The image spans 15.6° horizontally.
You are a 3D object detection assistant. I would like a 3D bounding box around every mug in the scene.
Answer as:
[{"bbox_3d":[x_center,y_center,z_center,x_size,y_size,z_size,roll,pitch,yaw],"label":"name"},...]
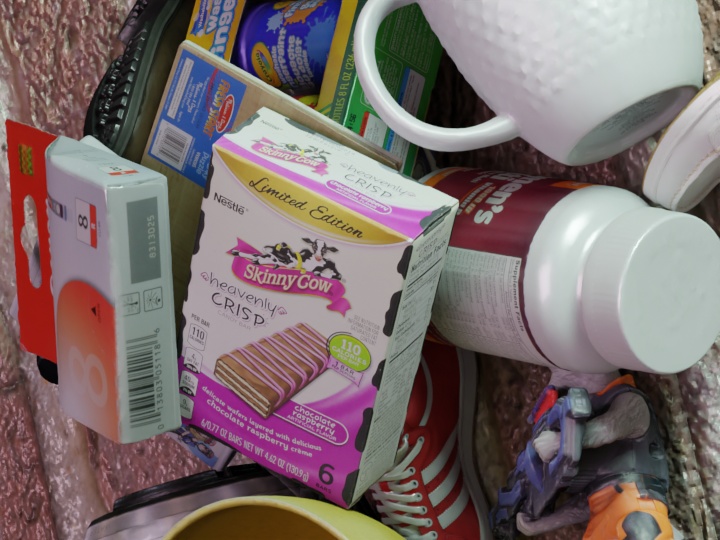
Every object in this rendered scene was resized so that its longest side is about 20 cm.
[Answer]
[{"bbox_3d":[0.092,-0.145,1.501,0.200,0.148,0.176,-27,75,-4],"label":"mug"}]

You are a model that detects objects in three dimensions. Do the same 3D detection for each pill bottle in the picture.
[{"bbox_3d":[0.113,0.001,1.535,0.200,0.109,0.110,10,102,50],"label":"pill bottle"}]

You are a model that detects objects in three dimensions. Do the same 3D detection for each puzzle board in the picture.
[{"bbox_3d":[-0.068,-0.025,1.580,0.150,0.017,0.200,30,127,11],"label":"puzzle board"}]

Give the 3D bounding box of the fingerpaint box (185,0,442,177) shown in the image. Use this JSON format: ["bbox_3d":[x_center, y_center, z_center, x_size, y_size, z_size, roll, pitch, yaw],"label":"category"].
[{"bbox_3d":[-0.033,-0.137,1.647,0.167,0.073,0.201,1,71,44],"label":"fingerpaint box"}]

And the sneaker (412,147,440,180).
[{"bbox_3d":[0.000,0.000,1.666,0.077,0.085,0.201,17,110,23],"label":"sneaker"}]

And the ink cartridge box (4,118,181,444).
[{"bbox_3d":[-0.182,0.001,1.612,0.200,0.050,0.163,19,117,50],"label":"ink cartridge box"}]

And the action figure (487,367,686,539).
[{"bbox_3d":[0.148,0.143,1.571,0.200,0.104,0.194,125,133,-68],"label":"action figure"}]

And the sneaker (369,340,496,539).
[{"bbox_3d":[0.024,0.131,1.647,0.071,0.112,0.201,-3,92,40],"label":"sneaker"}]

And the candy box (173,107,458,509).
[{"bbox_3d":[-0.032,0.024,1.535,0.136,0.061,0.200,25,126,19],"label":"candy box"}]

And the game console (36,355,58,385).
[{"bbox_3d":[-0.107,0.021,1.765,0.116,0.175,0.201,-120,44,-59],"label":"game console"}]

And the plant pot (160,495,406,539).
[{"bbox_3d":[-0.021,0.226,1.592,0.199,0.142,0.201,3,96,31],"label":"plant pot"}]

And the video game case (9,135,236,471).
[{"bbox_3d":[-0.132,0.025,1.697,0.182,0.022,0.200,37,142,5],"label":"video game case"}]

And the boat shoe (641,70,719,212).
[{"bbox_3d":[0.229,-0.087,1.452,0.069,0.071,0.200,49,134,13],"label":"boat shoe"}]

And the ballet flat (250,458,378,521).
[{"bbox_3d":[-0.028,0.149,1.686,0.200,0.057,0.066,58,-178,-26],"label":"ballet flat"}]

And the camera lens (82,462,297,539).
[{"bbox_3d":[-0.089,0.236,1.738,0.160,0.160,0.201,-23,79,43],"label":"camera lens"}]

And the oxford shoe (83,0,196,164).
[{"bbox_3d":[-0.123,-0.124,1.723,0.084,0.200,0.073,35,132,-14],"label":"oxford shoe"}]
